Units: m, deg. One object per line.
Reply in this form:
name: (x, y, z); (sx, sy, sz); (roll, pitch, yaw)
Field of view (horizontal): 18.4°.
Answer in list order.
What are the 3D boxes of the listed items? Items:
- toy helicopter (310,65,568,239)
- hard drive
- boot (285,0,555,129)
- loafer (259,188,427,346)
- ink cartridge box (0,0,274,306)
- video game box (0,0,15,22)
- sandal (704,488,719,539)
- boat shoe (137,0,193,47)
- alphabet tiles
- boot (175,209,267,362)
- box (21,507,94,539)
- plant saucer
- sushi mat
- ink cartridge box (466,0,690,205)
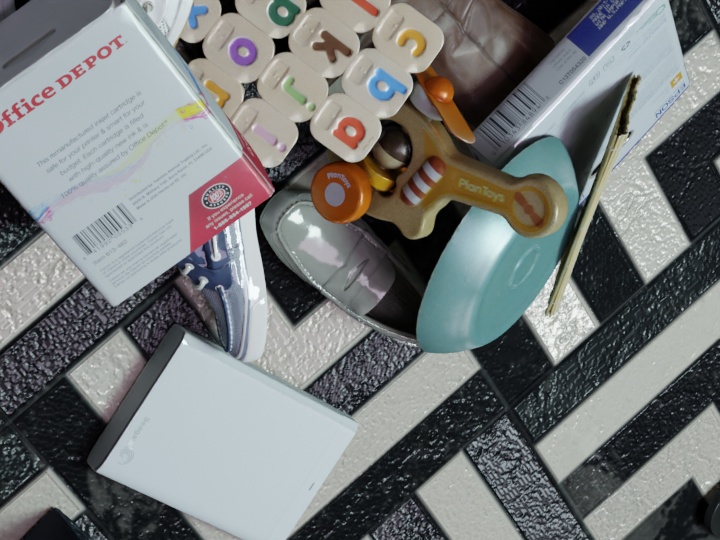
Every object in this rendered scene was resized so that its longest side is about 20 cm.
toy helicopter: (0.065, -0.082, 1.651); (0.079, 0.199, 0.133); (-18, 125, -60)
hard drive: (-0.109, 0.139, 1.809); (0.200, 0.026, 0.132); (30, 95, -38)
boot: (0.049, -0.156, 1.744); (0.187, 0.064, 0.200); (-49, 132, 1)
loafer: (0.000, 0.000, 1.779); (0.200, 0.070, 0.070); (34, 93, -38)
ink cartridge box: (-0.176, -0.097, 1.548); (0.145, 0.083, 0.200); (-34, 128, 4)
video game box: (-0.327, -0.184, 1.507); (0.181, 0.047, 0.201); (-18, 121, -26)
sandal: (0.416, 0.242, 2.165); (0.199, 0.045, 0.075); (14, 105, -35)
boat shoe: (-0.167, -0.184, 1.587); (0.069, 0.071, 0.201); (1, 114, -33)
alphabet tiles: (-0.046, -0.181, 1.633); (0.195, 0.015, 0.201); (35, 95, -1)
boot: (-0.127, -0.019, 1.702); (0.090, 0.073, 0.201); (-12, 111, -18)
box: (-0.183, 0.320, 1.743); (0.117, 0.197, 0.200); (-46, 127, -5)
plant saucer: (0.118, -0.011, 1.769); (0.200, 0.036, 0.200); (-46, 157, -26)
sushi mat: (0.190, -0.059, 1.825); (0.012, 0.096, 0.201); (19, 131, 3)
ink cartridge box: (0.182, -0.131, 1.823); (0.196, 0.043, 0.200); (-47, 159, -4)
